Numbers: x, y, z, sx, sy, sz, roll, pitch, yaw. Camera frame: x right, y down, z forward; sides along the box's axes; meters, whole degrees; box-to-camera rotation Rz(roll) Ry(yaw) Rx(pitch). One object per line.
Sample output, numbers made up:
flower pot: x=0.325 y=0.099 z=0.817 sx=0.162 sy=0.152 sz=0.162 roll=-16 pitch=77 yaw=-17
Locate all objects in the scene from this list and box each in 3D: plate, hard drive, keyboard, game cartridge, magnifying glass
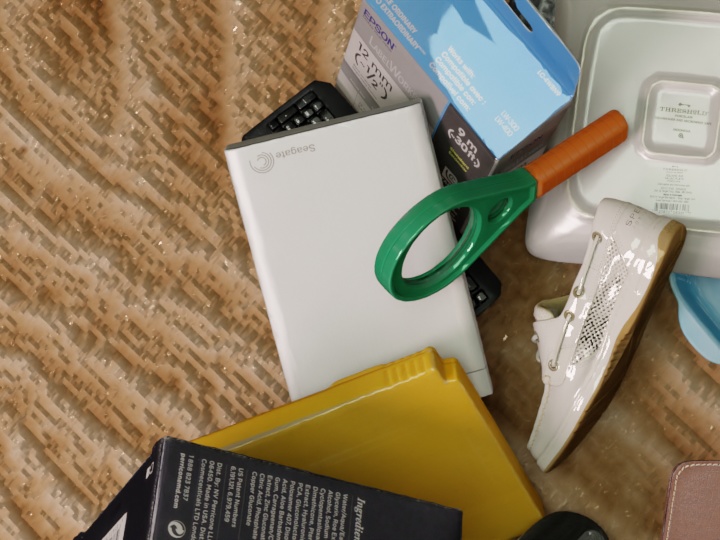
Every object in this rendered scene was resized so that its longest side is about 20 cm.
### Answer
plate: x=0.215 y=-0.097 z=1.303 sx=0.199 sy=0.032 sz=0.200 roll=7 pitch=87 yaw=16
hard drive: x=0.000 y=0.000 z=1.289 sx=0.132 sy=0.027 sz=0.200 roll=-13 pitch=102 yaw=6
keyboard: x=-0.003 y=-0.031 z=1.327 sx=0.104 sy=0.040 sz=0.200 roll=-40 pitch=78 yaw=-3
game cartridge: x=0.002 y=0.144 z=1.319 sx=0.200 sy=0.176 sz=0.032 roll=-23 pitch=38 yaw=11
magnifying glass: x=0.091 y=-0.046 z=1.252 sx=0.200 sy=0.080 sz=0.022 roll=-31 pitch=57 yaw=-21

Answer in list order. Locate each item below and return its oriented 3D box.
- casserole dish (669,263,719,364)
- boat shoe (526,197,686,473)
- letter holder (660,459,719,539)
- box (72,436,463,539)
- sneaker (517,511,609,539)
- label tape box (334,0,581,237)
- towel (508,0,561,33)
casserole dish: x=0.299 y=-0.014 z=1.308 sx=0.200 sy=0.039 sz=0.121 roll=-41 pitch=78 yaw=9
boat shoe: x=0.148 y=0.041 z=1.308 sx=0.069 sy=0.071 sz=0.200 roll=29 pitch=115 yaw=16
letter holder: x=0.294 y=0.198 z=1.264 sx=0.200 sy=0.101 sz=0.142 roll=8 pitch=86 yaw=15
box: x=-0.068 y=0.210 z=1.231 sx=0.200 sy=0.197 sz=0.118 roll=15 pitch=59 yaw=-17
sneaker: x=0.099 y=0.260 z=1.323 sx=0.075 sy=0.116 sz=0.200 roll=29 pitch=58 yaw=-1
label tape box: x=0.060 y=-0.125 z=1.293 sx=0.066 sy=0.200 sz=0.143 roll=-34 pitch=77 yaw=-19
towel: x=0.198 y=-0.162 z=1.352 sx=0.200 sy=0.035 sz=0.193 roll=21 pitch=89 yaw=17
